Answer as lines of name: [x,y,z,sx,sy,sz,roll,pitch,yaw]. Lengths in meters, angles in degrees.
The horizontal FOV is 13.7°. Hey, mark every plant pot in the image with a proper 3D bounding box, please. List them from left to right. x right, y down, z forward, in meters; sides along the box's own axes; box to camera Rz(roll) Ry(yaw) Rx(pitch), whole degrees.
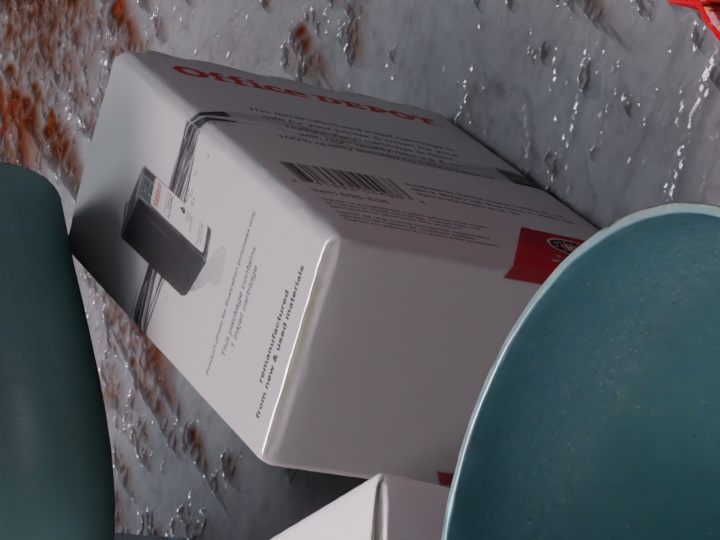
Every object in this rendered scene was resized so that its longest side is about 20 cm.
plant pot: [-0.176,0.076,1.056,0.200,0.200,0.162,-40,65,49]
plant pot: [0.128,0.091,0.815,0.200,0.134,0.201,-25,60,55]

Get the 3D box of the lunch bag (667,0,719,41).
lunch bag: [0.148,-0.144,0.903,0.200,0.082,0.177,8,89,60]

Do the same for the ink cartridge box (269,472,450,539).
ink cartridge box: [0.015,0.146,0.984,0.200,0.146,0.085,-35,47,50]

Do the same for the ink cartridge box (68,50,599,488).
ink cartridge box: [0.000,0.000,1.055,0.200,0.144,0.084,43,118,57]

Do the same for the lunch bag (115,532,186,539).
lunch bag: [-0.130,0.192,1.201,0.200,0.169,0.128,50,123,52]
